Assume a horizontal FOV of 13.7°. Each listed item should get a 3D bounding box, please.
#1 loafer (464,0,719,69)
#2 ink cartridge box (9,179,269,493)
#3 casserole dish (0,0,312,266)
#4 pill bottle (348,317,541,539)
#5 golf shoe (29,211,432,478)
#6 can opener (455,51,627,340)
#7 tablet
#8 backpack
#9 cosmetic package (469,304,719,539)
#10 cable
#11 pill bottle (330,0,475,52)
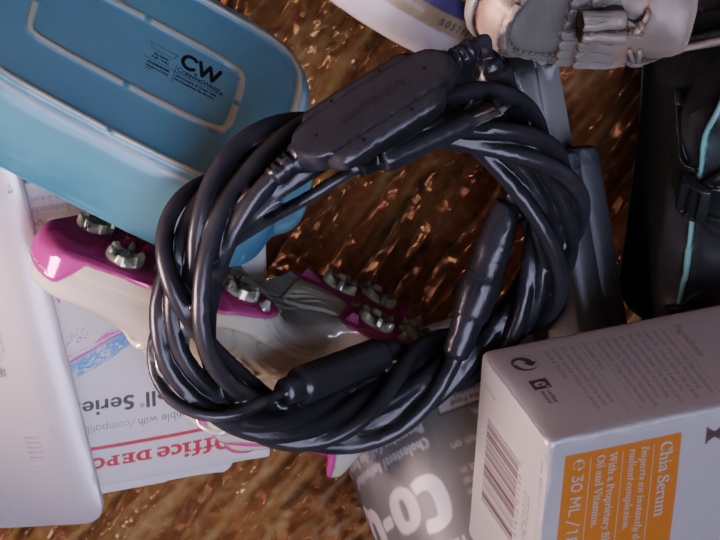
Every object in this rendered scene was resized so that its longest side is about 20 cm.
[{"bbox_3d":[0.138,-0.122,1.281,0.199,0.063,0.072,-16,141,-34],"label":"loafer"},{"bbox_3d":[-0.103,0.029,1.360,0.117,0.067,0.201,-10,119,-16],"label":"ink cartridge box"},{"bbox_3d":[-0.101,-0.082,1.258,0.199,0.121,0.039,28,141,-15],"label":"casserole dish"},{"bbox_3d":[0.067,0.128,1.387,0.113,0.201,0.114,-19,165,-6],"label":"pill bottle"},{"bbox_3d":[-0.061,0.036,1.298,0.199,0.075,0.092,19,110,-29],"label":"golf shoe"},{"bbox_3d":[0.081,-0.038,1.370,0.066,0.053,0.201,-13,91,27],"label":"can opener"},{"bbox_3d":[-0.192,0.026,1.309,0.130,0.014,0.201,-3,115,18],"label":"tablet"},{"bbox_3d":[0.224,-0.045,1.392,0.199,0.153,0.177,-3,119,-9],"label":"backpack"},{"bbox_3d":[0.153,0.076,1.303,0.199,0.071,0.102,-11,126,-19],"label":"cosmetic package"},{"bbox_3d":[0.000,0.000,1.249,0.200,0.051,0.163,-35,130,-11],"label":"cable"},{"bbox_3d":[0.052,-0.199,1.271,0.111,0.111,0.200,26,106,-30],"label":"pill bottle"}]
